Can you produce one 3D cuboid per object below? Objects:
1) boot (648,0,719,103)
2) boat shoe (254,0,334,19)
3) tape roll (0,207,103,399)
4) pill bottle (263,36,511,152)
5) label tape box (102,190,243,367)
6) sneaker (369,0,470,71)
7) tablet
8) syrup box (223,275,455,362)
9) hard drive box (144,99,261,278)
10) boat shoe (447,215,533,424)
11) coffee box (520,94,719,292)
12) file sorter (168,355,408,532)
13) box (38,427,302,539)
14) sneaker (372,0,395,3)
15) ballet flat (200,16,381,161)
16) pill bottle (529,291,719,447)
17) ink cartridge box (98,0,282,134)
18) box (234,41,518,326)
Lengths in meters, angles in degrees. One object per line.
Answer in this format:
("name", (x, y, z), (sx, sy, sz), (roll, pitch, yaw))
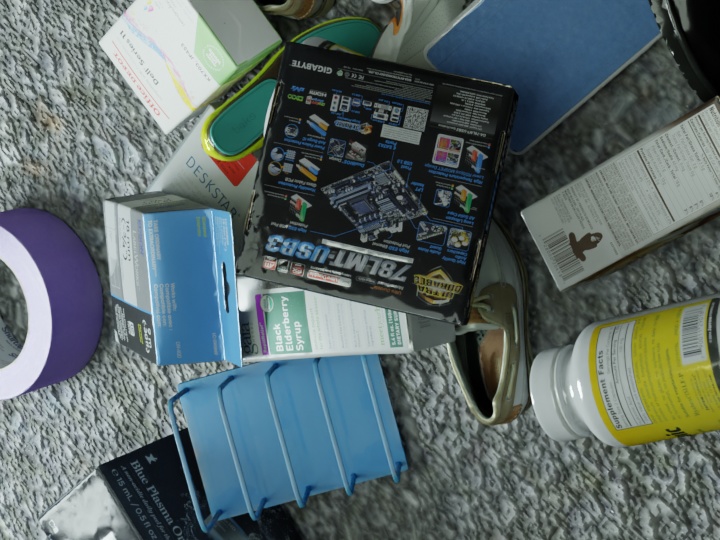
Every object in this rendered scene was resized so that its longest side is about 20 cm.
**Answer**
("boot", (0.301, -0.249, 1.276), (0.157, 0.079, 0.212), (-19, 106, 18))
("boat shoe", (-0.119, -0.296, 1.544), (0.199, 0.068, 0.075), (25, 114, 27))
("tape roll", (-0.385, 0.036, 1.778), (0.199, 0.085, 0.202), (7, 103, 32))
("pill bottle", (0.025, -0.118, 1.413), (0.199, 0.112, 0.113), (24, 113, 9))
("label tape box", (-0.178, 0.008, 1.503), (0.200, 0.063, 0.145), (-163, 67, -64))
("sneaker", (0.079, -0.233, 1.435), (0.092, 0.076, 0.201), (28, 122, 17))
("tablet", (0.163, -0.203, 1.380), (0.130, 0.014, 0.200), (46, 117, -7))
("syrup box", (-0.021, 0.035, 1.440), (0.199, 0.081, 0.079), (-5, 93, 34))
("hard drive box", (-0.133, -0.046, 1.602), (0.156, 0.077, 0.200), (49, 121, 15))
("boat shoe", (0.111, 0.039, 1.451), (0.074, 0.068, 0.201), (-13, 94, 26))
("coffee box", (0.248, -0.066, 1.327), (0.199, 0.114, 0.080), (-31, 83, 33))
("file sorter", (-0.067, 0.155, 1.524), (0.199, 0.123, 0.140), (-15, 92, 2))
("box", (-0.180, 0.275, 1.624), (0.117, 0.200, 0.197), (-41, 78, 33))
("sneaker", (-0.001, -0.337, 1.418), (0.079, 0.129, 0.201), (17, 106, 31))
("ballet flat", (-0.068, -0.170, 1.512), (0.200, 0.067, 0.067), (-37, 95, -10))
("pill bottle", (0.247, 0.088, 1.361), (0.199, 0.111, 0.112), (-15, 92, 35))
("ink cartridge box", (-0.175, -0.211, 1.552), (0.117, 0.067, 0.200), (53, 143, -3))
("box", (0.013, -0.072, 1.333), (0.199, 0.050, 0.200), (12, 92, 9))
